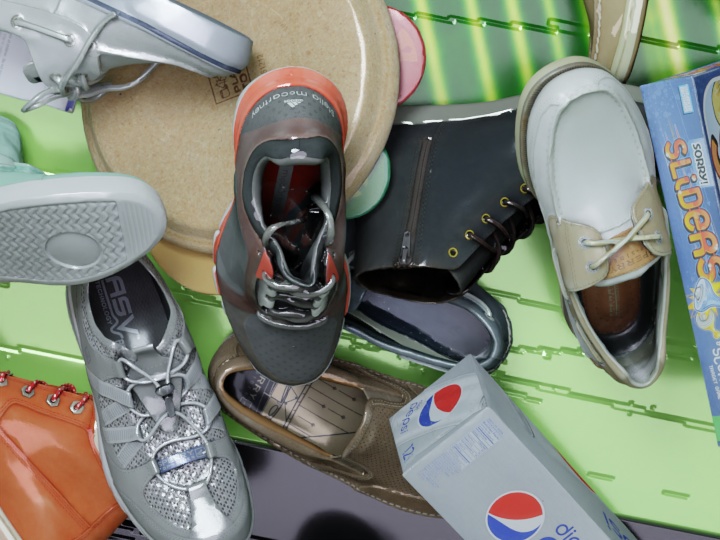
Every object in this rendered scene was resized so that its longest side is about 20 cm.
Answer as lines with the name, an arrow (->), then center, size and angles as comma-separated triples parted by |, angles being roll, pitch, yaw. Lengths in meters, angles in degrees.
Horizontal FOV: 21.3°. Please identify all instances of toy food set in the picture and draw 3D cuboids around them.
toy food set -> -0.064, -0.103, 1.079 | 0.197, 0.049, 0.201 | -35, 74, 11

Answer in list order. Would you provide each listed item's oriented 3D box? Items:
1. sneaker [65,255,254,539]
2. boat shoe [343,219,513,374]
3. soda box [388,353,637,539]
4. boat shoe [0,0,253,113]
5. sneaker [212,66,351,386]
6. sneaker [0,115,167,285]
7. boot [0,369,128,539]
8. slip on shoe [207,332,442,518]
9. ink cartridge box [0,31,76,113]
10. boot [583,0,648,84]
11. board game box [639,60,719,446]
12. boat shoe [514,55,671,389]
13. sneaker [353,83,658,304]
sneaker -> -0.119, 0.069, 1.066 | 0.074, 0.082, 0.201 | -23, 74, -13
boat shoe -> 0.000, 0.000, 1.106 | 0.199, 0.062, 0.073 | 31, 97, -2
soda box -> 0.103, 0.145, 1.089 | 0.063, 0.068, 0.200 | -39, 111, 10
boat shoe -> -0.160, -0.124, 1.043 | 0.201, 0.075, 0.087 | 20, 95, 8
sneaker -> -0.041, -0.005, 1.005 | 0.076, 0.082, 0.201 | -4, 129, -3
sneaker -> -0.191, -0.052, 1.062 | 0.199, 0.119, 0.074 | -9, 138, 23
boot -> -0.205, 0.081, 1.118 | 0.107, 0.075, 0.201 | -33, 101, -2
slip on shoe -> 0.004, 0.092, 1.117 | 0.199, 0.061, 0.076 | 27, 96, -2
ink cartridge box -> -0.244, -0.165, 1.103 | 0.199, 0.039, 0.100 | 18, 95, 0
boot -> 0.087, -0.204, 1.080 | 0.153, 0.072, 0.202 | -1, 91, 0
board game box -> 0.221, -0.018, 1.071 | 0.034, 0.135, 0.202 | -9, 98, 38
boat shoe -> 0.134, -0.022, 1.019 | 0.074, 0.069, 0.201 | -23, 131, -2
sneaker -> 0.091, -0.038, 1.076 | 0.198, 0.075, 0.107 | -6, 61, 10
